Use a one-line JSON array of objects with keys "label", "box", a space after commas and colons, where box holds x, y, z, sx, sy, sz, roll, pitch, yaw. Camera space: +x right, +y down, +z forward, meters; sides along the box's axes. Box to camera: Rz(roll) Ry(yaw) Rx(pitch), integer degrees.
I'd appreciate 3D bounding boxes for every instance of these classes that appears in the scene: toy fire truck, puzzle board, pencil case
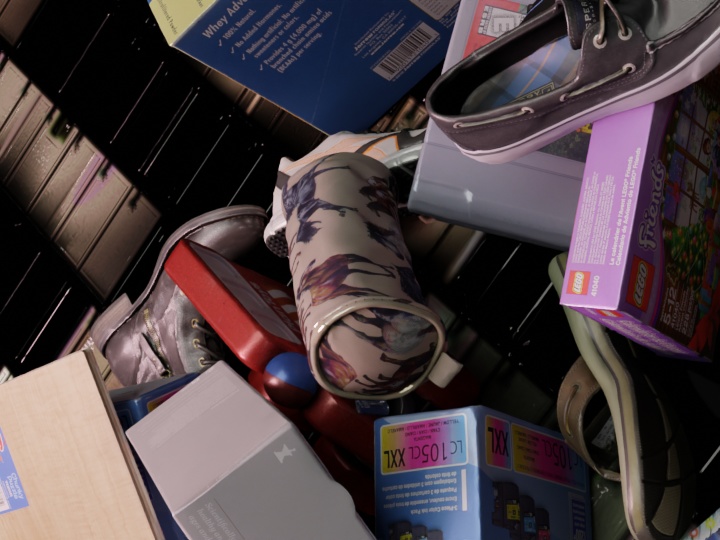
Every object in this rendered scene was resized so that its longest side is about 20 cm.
[{"label": "toy fire truck", "box": [-0.028, 0.064, 0.906, 0.112, 0.168, 0.200, -52, 52, 12]}, {"label": "puzzle board", "box": [-0.194, 0.164, 0.937, 0.150, 0.017, 0.201, -21, 89, 36]}, {"label": "pencil case", "box": [0.000, 0.000, 0.858, 0.078, 0.089, 0.200, -47, 27, 20]}]

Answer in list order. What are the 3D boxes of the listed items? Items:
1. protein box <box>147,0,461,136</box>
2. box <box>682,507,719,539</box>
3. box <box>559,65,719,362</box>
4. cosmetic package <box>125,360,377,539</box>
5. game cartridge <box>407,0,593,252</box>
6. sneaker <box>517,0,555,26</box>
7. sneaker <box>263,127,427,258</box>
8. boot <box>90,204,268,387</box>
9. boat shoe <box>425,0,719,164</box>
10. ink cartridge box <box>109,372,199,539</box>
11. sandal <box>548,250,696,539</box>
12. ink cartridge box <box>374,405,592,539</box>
[{"label": "protein box", "box": [-0.023, -0.227, 0.979, 0.198, 0.200, 0.135, -41, 54, 19]}, {"label": "box", "box": [0.231, 0.226, 0.740, 0.137, 0.040, 0.200, -46, 53, 17]}, {"label": "box", "box": [0.180, -0.058, 0.811, 0.039, 0.137, 0.201, 5, 78, 38]}, {"label": "cosmetic package", "box": [-0.065, 0.130, 0.818, 0.090, 0.107, 0.200, -36, 13, -7]}, {"label": "game cartridge", "box": [0.118, -0.118, 0.903, 0.133, 0.041, 0.201, 14, 79, 3]}, {"label": "sneaker", "box": [0.144, -0.170, 0.865, 0.200, 0.070, 0.078, -31, 74, -11]}, {"label": "sneaker", "box": [0.014, -0.075, 0.985, 0.199, 0.074, 0.080, -19, 55, 27]}, {"label": "boot", "box": [-0.110, 0.069, 1.043, 0.200, 0.069, 0.174, -44, 59, 22]}, {"label": "boat shoe", "box": [0.121, -0.124, 0.746, 0.200, 0.066, 0.070, -24, 61, 30]}, {"label": "ink cartridge box", "box": [-0.153, 0.185, 0.980, 0.136, 0.076, 0.201, -14, 96, 34]}, {"label": "sandal", "box": [0.146, 0.079, 0.831, 0.057, 0.080, 0.201, -32, 47, 22]}, {"label": "ink cartridge box", "box": [0.075, 0.190, 0.807, 0.076, 0.136, 0.201, -11, 69, 35]}]
